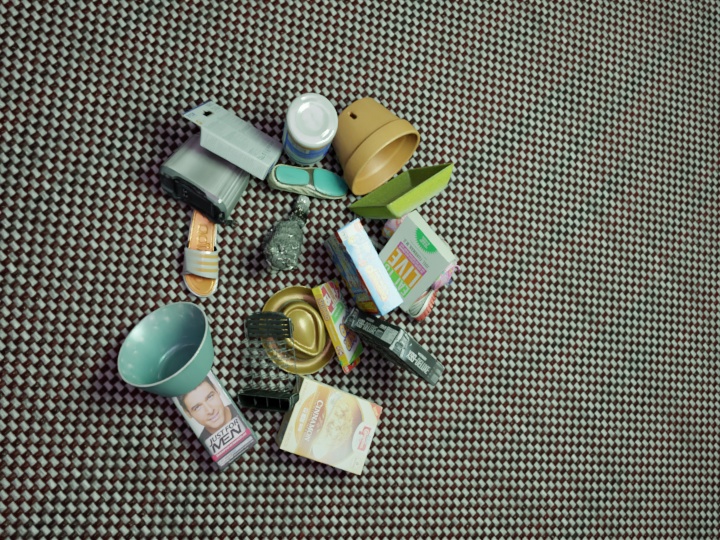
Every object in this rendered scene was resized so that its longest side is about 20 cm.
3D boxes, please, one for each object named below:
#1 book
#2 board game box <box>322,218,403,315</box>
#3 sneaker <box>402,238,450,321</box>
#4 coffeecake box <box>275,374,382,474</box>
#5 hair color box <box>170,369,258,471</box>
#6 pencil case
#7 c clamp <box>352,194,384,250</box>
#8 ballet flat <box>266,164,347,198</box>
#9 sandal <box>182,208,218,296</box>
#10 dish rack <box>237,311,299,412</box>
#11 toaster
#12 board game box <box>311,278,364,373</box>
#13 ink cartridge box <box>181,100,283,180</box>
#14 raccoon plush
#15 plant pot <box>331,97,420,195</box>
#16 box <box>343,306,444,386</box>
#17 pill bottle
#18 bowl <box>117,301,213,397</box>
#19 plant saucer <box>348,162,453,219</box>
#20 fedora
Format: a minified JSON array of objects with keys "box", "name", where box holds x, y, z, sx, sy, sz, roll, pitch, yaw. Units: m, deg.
[{"box":[0.110,-0.016,1.206,0.048,0.201,0.134,-29,73,-40],"name":"book"},{"box":[0.000,0.000,1.212,0.055,0.200,0.199,-29,92,-13],"name":"board game box"},{"box":[0.156,0.015,1.309,0.081,0.078,0.204,28,79,-15],"name":"sneaker"},{"box":[-0.070,0.344,1.226,0.196,0.073,0.157,23,81,-16],"name":"coffeecake box"},{"box":[-0.316,0.314,1.181,0.098,0.061,0.203,-34,93,-14],"name":"hair color box"},{"box":[0.137,-0.048,1.257,0.087,0.088,0.200,-38,72,-13],"name":"pencil case"},{"box":[0.058,-0.079,1.320,0.198,0.027,0.173,36,79,-9],"name":"c clamp"},{"box":[-0.124,-0.205,1.267,0.195,0.062,0.070,10,75,-30],"name":"ballet flat"},{"box":[-0.351,-0.049,1.200,0.077,0.059,0.214,1,85,-13],"name":"sandal"},{"box":[-0.201,0.192,1.176,0.054,0.150,0.207,-10,96,-59],"name":"dish rack"},{"box":[-0.324,-0.197,1.180,0.197,0.114,0.131,30,66,-1],"name":"toaster"},{"box":[-0.046,0.125,1.248,0.029,0.095,0.205,-18,92,24],"name":"board game box"},{"box":[-0.269,-0.282,1.176,0.196,0.197,0.044,28,113,-9],"name":"ink cartridge box"},{"box":[-0.165,-0.086,1.210,0.094,0.134,0.206,11,83,-11],"name":"raccoon plush"},{"box":[0.020,-0.295,1.254,0.198,0.201,0.141,-34,78,-14],"name":"plant pot"},{"box":[0.070,0.163,1.194,0.157,0.199,0.050,42,78,-29],"name":"box"},{"box":[-0.116,-0.299,1.204,0.109,0.200,0.116,1,86,-11],"name":"pill bottle"},{"box":[-0.382,0.176,1.126,0.199,0.200,0.106,-36,136,-13],"name":"bowl"},{"box":[0.096,-0.172,1.246,0.197,0.199,0.049,-34,109,-21],"name":"plant saucer"},{"box":[-0.132,0.134,1.228,0.194,0.082,0.207,1,86,-13],"name":"fedora"}]
